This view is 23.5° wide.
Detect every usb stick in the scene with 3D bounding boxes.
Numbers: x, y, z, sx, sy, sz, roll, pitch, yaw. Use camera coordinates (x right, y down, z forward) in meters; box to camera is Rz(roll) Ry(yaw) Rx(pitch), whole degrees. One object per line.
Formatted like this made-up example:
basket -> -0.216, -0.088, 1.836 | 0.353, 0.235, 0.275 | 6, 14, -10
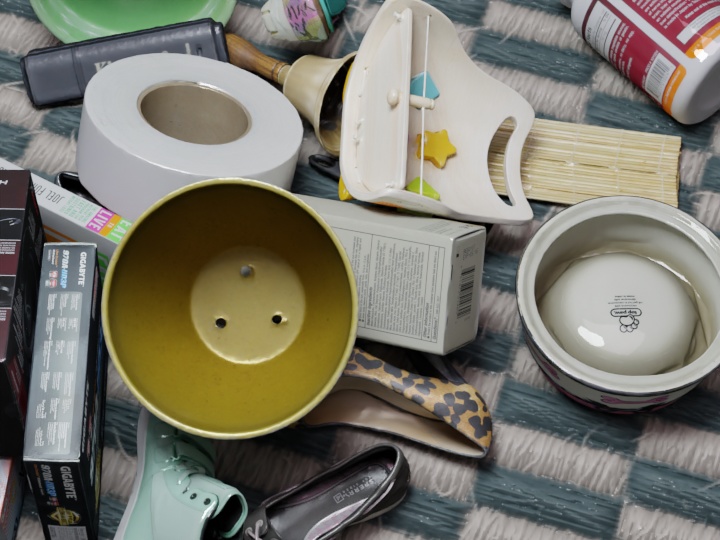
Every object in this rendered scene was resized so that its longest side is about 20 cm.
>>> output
usb stick -> -0.226, -0.200, 1.658 | 0.199, 0.033, 0.056 | -10, 98, 4

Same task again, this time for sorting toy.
sorting toy -> 0.080, -0.115, 1.546 | 0.179, 0.107, 0.201 | 15, 62, -23

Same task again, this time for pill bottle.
pill bottle -> 0.277, -0.242, 1.664 | 0.113, 0.113, 0.200 | -35, 65, -20

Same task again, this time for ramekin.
ramekin -> -0.216, -0.302, 1.655 | 0.199, 0.201, 0.098 | -2, 51, -2

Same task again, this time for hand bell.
hand bell -> -0.082, -0.191, 1.657 | 0.199, 0.104, 0.104 | 26, 60, 31

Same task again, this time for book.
book -> -0.249, -0.024, 1.494 | 0.199, 0.134, 0.048 | 25, 60, 25

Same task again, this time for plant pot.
plant pot -> -0.096, 0.030, 1.396 | 0.199, 0.142, 0.201 | 0, 90, 3

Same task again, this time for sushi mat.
sushi mat -> 0.203, -0.100, 1.632 | 0.199, 0.012, 0.096 | 8, 60, 5

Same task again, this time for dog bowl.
dog bowl -> 0.231, 0.036, 1.511 | 0.199, 0.074, 0.201 | 1, 58, -1

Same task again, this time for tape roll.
tape roll -> -0.154, -0.115, 1.563 | 0.201, 0.071, 0.203 | 10, 35, -7

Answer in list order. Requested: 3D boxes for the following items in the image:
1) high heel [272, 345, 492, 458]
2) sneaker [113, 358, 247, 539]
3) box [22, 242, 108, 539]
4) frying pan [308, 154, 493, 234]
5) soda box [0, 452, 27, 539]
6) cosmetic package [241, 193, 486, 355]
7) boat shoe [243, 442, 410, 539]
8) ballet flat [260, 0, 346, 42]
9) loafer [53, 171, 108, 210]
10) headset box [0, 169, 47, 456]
high heel -> 0.007, 0.126, 1.451 | 0.199, 0.072, 0.143 | -21, 53, -23
sneaker -> -0.125, 0.163, 1.403 | 0.118, 0.074, 0.201 | -9, 59, 38
box -> -0.238, 0.102, 1.416 | 0.046, 0.159, 0.201 | 0, 57, -3
frying pan -> 0.032, -0.052, 1.589 | 0.189, 0.031, 0.115 | 5, 49, 14
soda box -> -0.309, 0.130, 1.452 | 0.063, 0.069, 0.201 | 4, 57, 2
cosmetic package -> 0.000, 0.000, 1.477 | 0.199, 0.104, 0.073 | 12, 15, 26
boat shoe -> -0.047, 0.201, 1.415 | 0.199, 0.057, 0.067 | -30, 63, -18
ballet flat -> -0.057, -0.252, 1.654 | 0.071, 0.069, 0.200 | -15, 14, 8
loafer -> -0.197, -0.025, 1.549 | 0.200, 0.071, 0.068 | 30, 64, 17
headset box -> -0.298, 0.043, 1.378 | 0.077, 0.149, 0.201 | 1, 57, 0
